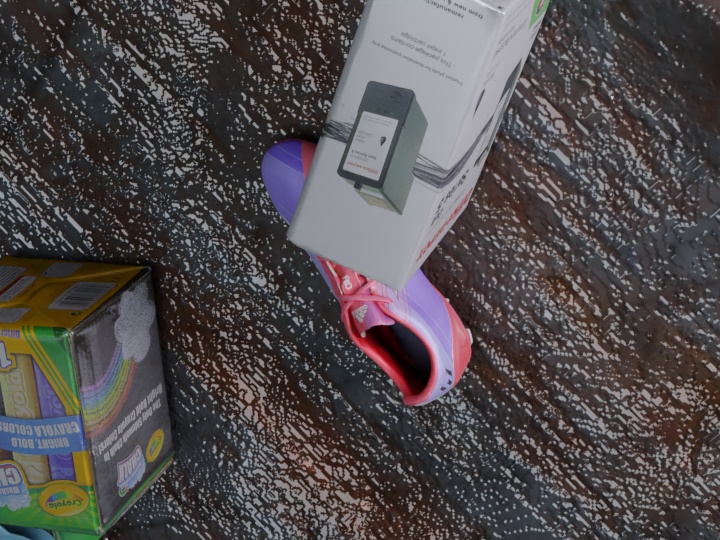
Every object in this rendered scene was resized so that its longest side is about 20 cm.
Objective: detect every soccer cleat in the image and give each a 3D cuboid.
[{"bbox_3d":[0.000,0.000,1.416,0.067,0.076,0.200,-33,97,31],"label":"soccer cleat"}]

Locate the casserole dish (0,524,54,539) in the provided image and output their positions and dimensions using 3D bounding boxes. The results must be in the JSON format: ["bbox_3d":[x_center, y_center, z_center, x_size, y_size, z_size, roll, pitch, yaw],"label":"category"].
[{"bbox_3d":[-0.267,0.275,1.680,0.121,0.039,0.201,-4,112,24],"label":"casserole dish"}]

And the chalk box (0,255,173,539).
[{"bbox_3d":[-0.217,0.106,1.522,0.123,0.124,0.201,5,113,21],"label":"chalk box"}]

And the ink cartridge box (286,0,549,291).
[{"bbox_3d":[0.041,-0.109,1.308,0.084,0.146,0.200,26,121,9],"label":"ink cartridge box"}]
